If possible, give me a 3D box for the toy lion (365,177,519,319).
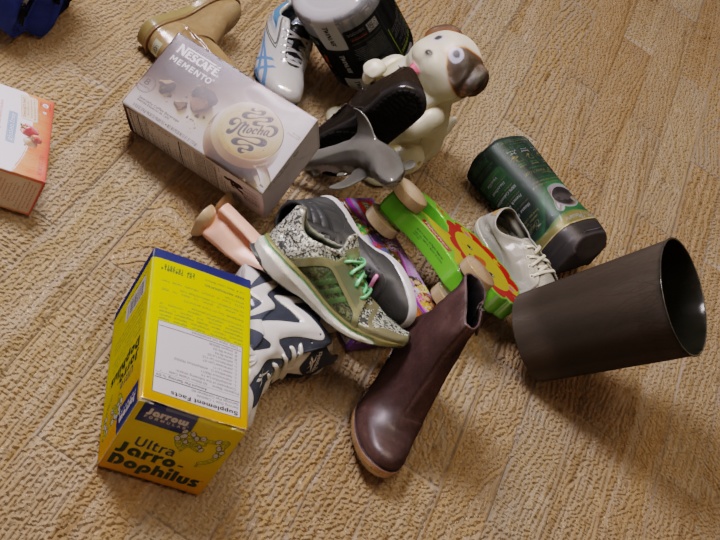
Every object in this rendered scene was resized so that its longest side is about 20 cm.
[{"bbox_3d":[0.116,-0.023,1.729,0.200,0.069,0.192,50,19,10],"label":"toy lion"}]

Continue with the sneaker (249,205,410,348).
[{"bbox_3d":[-0.019,0.006,1.486,0.200,0.089,0.077,37,13,-5],"label":"sneaker"}]

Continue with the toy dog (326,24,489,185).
[{"bbox_3d":[0.083,-0.220,1.823,0.193,0.200,0.140,5,47,-34],"label":"toy dog"}]

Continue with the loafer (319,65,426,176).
[{"bbox_3d":[0.009,-0.184,1.731,0.073,0.200,0.072,39,40,-27],"label":"loafer"}]

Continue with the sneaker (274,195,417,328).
[{"bbox_3d":[-0.024,-0.007,1.550,0.099,0.071,0.200,-2,45,-50],"label":"sneaker"}]

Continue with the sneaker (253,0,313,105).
[{"bbox_3d":[-0.096,-0.295,1.867,0.072,0.073,0.201,22,41,-21],"label":"sneaker"}]

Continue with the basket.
[{"bbox_3d":[0.294,0.056,1.678,0.137,0.199,0.180,66,29,-12],"label":"basket"}]

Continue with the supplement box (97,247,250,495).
[{"bbox_3d":[-0.178,0.096,1.360,0.108,0.110,0.201,20,40,-20],"label":"supplement box"}]

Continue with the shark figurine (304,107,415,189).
[{"bbox_3d":[-0.022,-0.149,1.685,0.214,0.090,0.128,5,23,33],"label":"shark figurine"}]

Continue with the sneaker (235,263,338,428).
[{"bbox_3d":[-0.082,0.095,1.460,0.129,0.080,0.200,21,39,-20],"label":"sneaker"}]

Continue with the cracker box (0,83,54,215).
[{"bbox_3d":[-0.426,-0.149,1.463,0.199,0.058,0.134,17,41,-23],"label":"cracker box"}]

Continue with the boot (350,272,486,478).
[{"bbox_3d":[0.064,0.107,1.489,0.072,0.167,0.200,31,37,-12],"label":"boot"}]

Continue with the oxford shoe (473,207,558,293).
[{"bbox_3d":[0.219,-0.002,1.820,0.075,0.058,0.200,-7,57,-47],"label":"oxford shoe"}]

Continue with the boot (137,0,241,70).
[{"bbox_3d":[-0.164,-0.251,1.778,0.175,0.066,0.200,-32,72,-38],"label":"boot"}]

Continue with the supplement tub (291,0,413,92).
[{"bbox_3d":[-0.003,-0.322,1.865,0.200,0.122,0.123,53,12,-55],"label":"supplement tub"}]

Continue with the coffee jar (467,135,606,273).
[{"bbox_3d":[0.241,-0.086,1.901,0.104,0.085,0.200,-12,57,-48],"label":"coffee jar"}]

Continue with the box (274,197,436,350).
[{"bbox_3d":[0.000,0.000,1.658,0.136,0.039,0.200,-4,53,-41],"label":"box"}]

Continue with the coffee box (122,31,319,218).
[{"bbox_3d":[-0.159,-0.167,1.613,0.200,0.080,0.113,34,74,10],"label":"coffee box"}]

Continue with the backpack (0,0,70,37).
[{"bbox_3d":[-0.386,-0.385,1.626,0.162,0.200,0.168,26,38,-15],"label":"backpack"}]

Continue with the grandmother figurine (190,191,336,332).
[{"bbox_3d":[-0.097,0.000,1.569,0.200,0.061,0.121,39,46,7],"label":"grandmother figurine"}]
